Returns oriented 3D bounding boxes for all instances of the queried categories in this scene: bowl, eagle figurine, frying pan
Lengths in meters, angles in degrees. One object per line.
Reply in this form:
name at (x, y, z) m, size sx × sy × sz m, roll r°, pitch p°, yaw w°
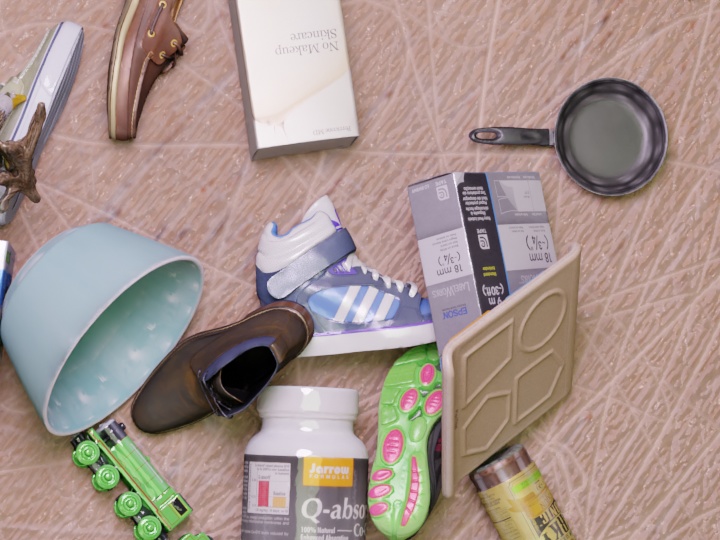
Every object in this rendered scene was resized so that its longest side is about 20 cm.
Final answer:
bowl at (-0.243, 0.036, 1.600) m, size 0.105 × 0.201 × 0.201 m, roll 40°, pitch 80°, yaw 16°
eagle figurine at (-0.360, -0.136, 1.576) m, size 0.199 × 0.151 × 0.153 m, roll 36°, pitch 102°, yaw 15°
frying pan at (0.209, -0.115, 1.744) m, size 0.188 × 0.031 × 0.116 m, roll -23°, pitch 89°, yaw -6°

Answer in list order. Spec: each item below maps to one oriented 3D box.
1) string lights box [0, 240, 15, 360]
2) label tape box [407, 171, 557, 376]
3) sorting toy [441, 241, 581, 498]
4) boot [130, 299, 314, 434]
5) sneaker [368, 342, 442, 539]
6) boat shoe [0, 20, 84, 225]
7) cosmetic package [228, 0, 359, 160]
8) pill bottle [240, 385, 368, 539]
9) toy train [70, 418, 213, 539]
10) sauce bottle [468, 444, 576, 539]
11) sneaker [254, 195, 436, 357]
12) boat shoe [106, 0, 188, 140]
string lights box at (-0.354, 0.074, 1.610) m, size 0.058 × 0.103 × 0.203 m, roll 7°, pitch 85°, yaw -6°
label tape box at (0.124, 0.012, 1.662) m, size 0.143 × 0.063 × 0.202 m, roll -4°, pitch 81°, yaw -51°
sorting toy at (0.132, 0.088, 1.630) m, size 0.036 × 0.186 × 0.200 m, roll 30°, pitch 52°, yaw 30°
boot at (-0.137, 0.097, 1.614) m, size 0.199 × 0.097 × 0.075 m, roll -33°, pitch 97°, yaw 16°
sneaker at (0.049, 0.159, 1.681) m, size 0.076 × 0.084 × 0.202 m, roll 14°, pitch 66°, yaw 11°
boat shoe at (-0.316, -0.143, 1.651) m, size 0.061 × 0.072 × 0.202 m, roll 23°, pitch 83°, yaw 0°
cosmetic package at (-0.067, -0.214, 1.692) m, size 0.102 × 0.073 × 0.203 m, roll -9°, pitch 86°, yaw -9°
pill bottle at (-0.051, 0.208, 1.636) m, size 0.115 × 0.116 × 0.203 m, roll 3°, pitch 85°, yaw -8°
toy train at (-0.191, 0.220, 1.655) m, size 0.056 × 0.042 × 0.201 m, roll -39°, pitch 91°, yaw -19°
sauce bottle at (0.174, 0.264, 1.691) m, size 0.064 × 0.065 × 0.201 m, roll -29°, pitch 91°, yaw -9°
sneaker at (0.000, 0.000, 1.678) m, size 0.197 × 0.081 × 0.148 m, roll -6°, pitch 90°, yaw -3°
boat shoe at (-0.195, -0.217, 1.673) m, size 0.067 × 0.072 × 0.203 m, roll 11°, pitch 81°, yaw -5°
